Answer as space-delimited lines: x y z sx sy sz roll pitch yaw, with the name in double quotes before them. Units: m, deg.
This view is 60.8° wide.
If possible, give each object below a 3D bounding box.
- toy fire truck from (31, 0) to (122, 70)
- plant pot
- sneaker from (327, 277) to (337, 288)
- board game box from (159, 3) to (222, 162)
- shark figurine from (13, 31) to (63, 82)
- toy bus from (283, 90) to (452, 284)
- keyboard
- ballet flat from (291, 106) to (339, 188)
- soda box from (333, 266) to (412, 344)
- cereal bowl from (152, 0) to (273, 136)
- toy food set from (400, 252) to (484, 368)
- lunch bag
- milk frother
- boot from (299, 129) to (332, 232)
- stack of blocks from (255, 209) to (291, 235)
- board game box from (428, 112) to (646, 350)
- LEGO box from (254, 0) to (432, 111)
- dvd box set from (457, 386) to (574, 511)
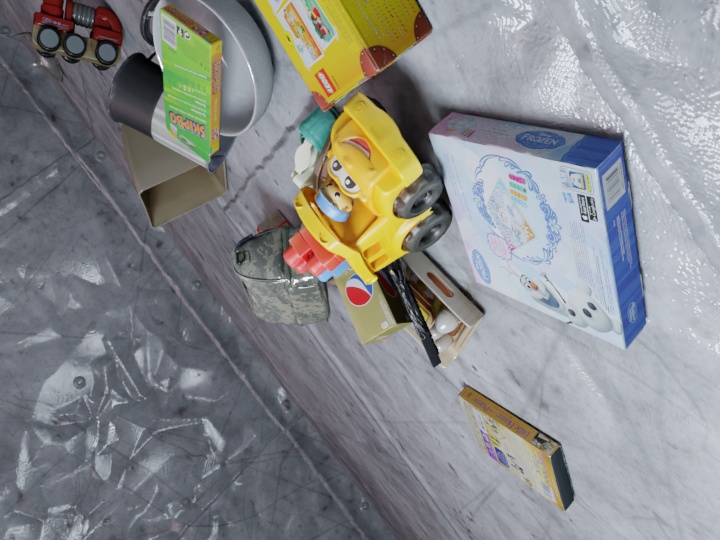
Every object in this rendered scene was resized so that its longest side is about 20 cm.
"toy fire truck" -0.606 -0.553 1.323 0.128 0.172 0.207 14 98 59
"plant pot" -0.428 -0.248 1.380 0.180 0.196 0.200 59 162 10
"sneaker" -0.014 0.004 1.046 0.074 0.072 0.200 32 180 -8
"board game box" -0.237 -0.253 0.860 0.095 0.030 0.202 36 140 14
"shark figurine" -1.172 -0.784 2.230 0.217 0.089 0.127 55 159 -15
"toy bus" -0.010 -0.068 0.687 0.137 0.190 0.200 54 180 22
"keyboard" 0.064 0.035 0.823 0.127 0.020 0.204 -95 -20 -78
"ballet flat" -0.071 -0.158 0.890 0.068 0.070 0.201 48 160 12
"soda box" 0.000 0.000 0.897 0.067 0.063 0.204 5 -123 -63
"cereal bowl" -0.195 -0.300 0.866 0.197 0.083 0.204 26 139 25
"toy food set" 0.099 0.063 0.915 0.143 0.060 0.201 45 159 16
"lunch bag" -0.149 0.014 1.175 0.202 0.162 0.143 85 176 -60
"milk frother" -0.279 -0.303 0.990 0.184 0.183 0.202 26 141 -1
"boot" -0.026 -0.104 0.825 0.074 0.073 0.205 27 122 18
"stack of blocks" -0.176 -0.038 1.353 0.116 0.058 0.200 49 160 5
"board game box" 0.169 -0.043 0.596 0.197 0.043 0.203 28 150 49
"LEGO box" -0.040 -0.278 0.599 0.202 0.077 0.148 56 160 -14
"dvd box set" 0.253 0.289 1.010 0.198 0.029 0.149 28 149 51
